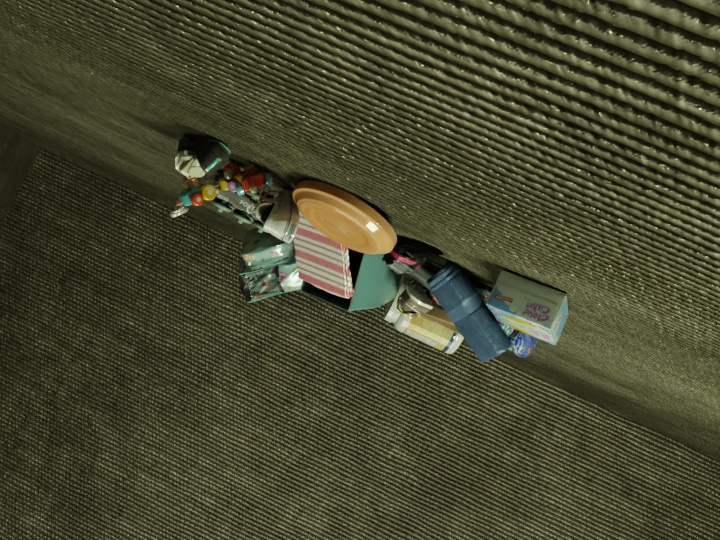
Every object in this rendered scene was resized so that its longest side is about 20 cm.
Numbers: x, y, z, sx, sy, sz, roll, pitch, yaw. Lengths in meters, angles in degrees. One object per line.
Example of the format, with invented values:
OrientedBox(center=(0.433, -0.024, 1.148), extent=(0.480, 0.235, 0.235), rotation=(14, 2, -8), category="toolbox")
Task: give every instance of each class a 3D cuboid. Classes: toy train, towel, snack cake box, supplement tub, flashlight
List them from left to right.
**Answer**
OrientedBox(center=(-0.262, -0.163, 1.297), extent=(0.199, 0.056, 0.150), rotation=(-17, -162, 1), category="toy train")
OrientedBox(center=(-0.259, -0.152, 1.574), extent=(0.200, 0.085, 0.114), rotation=(28, -176, -28), category="toy train")
OrientedBox(center=(-0.078, -0.049, 1.394), extent=(0.146, 0.201, 0.030), rotation=(21, -142, 37), category="towel")
OrientedBox(center=(0.129, 0.009, 1.458), extent=(0.200, 0.068, 0.068), rotation=(32, 136, -31), category="flashlight")
OrientedBox(center=(0.173, 0.111, 1.796), extent=(0.199, 0.145, 0.144), rotation=(25, 175, -1), category="supplement tub")
OrientedBox(center=(0.213, 0.079, 1.360), extent=(0.200, 0.048, 0.112), rotation=(56, 160, 4), category="towel")
OrientedBox(center=(0.297, 0.068, 1.224), extent=(0.115, 0.067, 0.200), rotation=(24, 175, 22), category="snack cake box")

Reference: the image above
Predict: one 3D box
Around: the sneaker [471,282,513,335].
OrientedBox(center=(0.257, 0.091, 1.459), extent=(0.200, 0.096, 0.079), rotation=(31, 172, -29), category="sneaker")

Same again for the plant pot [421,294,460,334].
OrientedBox(center=(0.232, 0.094, 1.622), extent=(0.200, 0.093, 0.201), rotation=(24, 175, 2), category="plant pot")

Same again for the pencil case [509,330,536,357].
OrientedBox(center=(0.353, 0.161, 1.803), extent=(0.087, 0.078, 0.200), rotation=(-1, -168, -41), category="pencil case")

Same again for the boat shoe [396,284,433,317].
OrientedBox(center=(0.109, 0.070, 1.478), extent=(0.072, 0.060, 0.200), rotation=(45, -174, 4), category="boat shoe")

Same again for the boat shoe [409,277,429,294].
OrientedBox(center=(0.145, 0.034, 1.631), extent=(0.068, 0.057, 0.200), rotation=(24, 175, 8), category="boat shoe")

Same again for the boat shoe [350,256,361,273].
OrientedBox(center=(-0.009, -0.030, 1.645), extent=(0.076, 0.072, 0.200), rotation=(15, -170, 41), category="boat shoe")

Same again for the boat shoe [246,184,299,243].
OrientedBox(center=(-0.167, -0.112, 1.299), extent=(0.086, 0.075, 0.202), rotation=(21, -159, -17), category="boat shoe")

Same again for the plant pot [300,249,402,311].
OrientedBox(center=(0.000, 0.000, 1.527), extent=(0.141, 0.142, 0.200), rotation=(21, -170, 36), category="plant pot")

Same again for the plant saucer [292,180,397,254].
OrientedBox(center=(-0.031, -0.085, 1.214), extent=(0.200, 0.032, 0.200), rotation=(28, 164, 9), category="plant saucer")

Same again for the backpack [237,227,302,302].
OrientedBox(center=(-0.183, -0.026, 1.651), extent=(0.199, 0.154, 0.176), rotation=(-5, -154, 1), category="backpack")

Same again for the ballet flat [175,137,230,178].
OrientedBox(center=(-0.301, -0.204, 1.271), extent=(0.068, 0.069, 0.200), rotation=(40, 168, -27), category="ballet flat")

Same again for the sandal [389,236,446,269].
OrientedBox(center=(0.079, -0.034, 1.330), extent=(0.200, 0.045, 0.075), rotation=(21, 173, 38), category="sandal")
